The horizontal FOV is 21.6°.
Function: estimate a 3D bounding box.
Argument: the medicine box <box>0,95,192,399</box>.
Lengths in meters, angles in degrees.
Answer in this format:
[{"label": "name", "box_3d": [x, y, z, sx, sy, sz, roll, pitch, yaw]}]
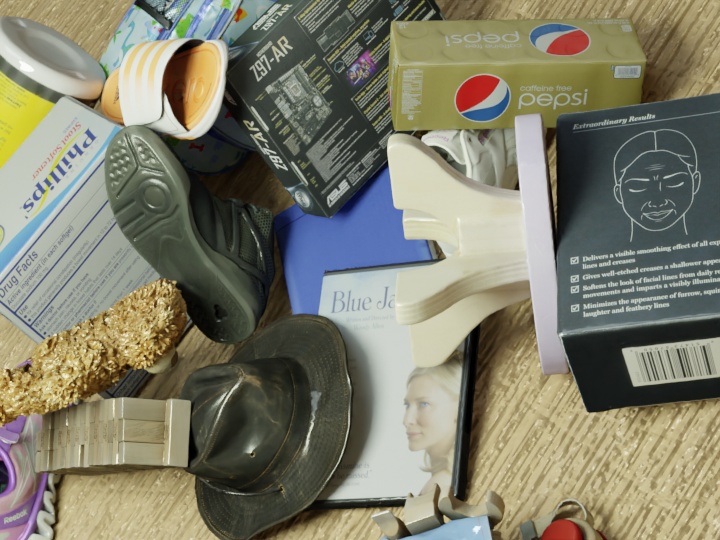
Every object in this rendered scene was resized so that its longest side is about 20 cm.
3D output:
[{"label": "medicine box", "box_3d": [-0.230, -0.014, 1.630, 0.182, 0.200, 0.103, -51, 44, -9]}]

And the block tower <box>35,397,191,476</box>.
[{"label": "block tower", "box_3d": [-0.205, 0.136, 1.536, 0.200, 0.058, 0.054, -14, 72, 57]}]

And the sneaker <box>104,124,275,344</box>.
[{"label": "sneaker", "box_3d": [-0.138, -0.045, 1.577, 0.076, 0.200, 0.114, -27, 18, 27]}]

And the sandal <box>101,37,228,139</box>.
[{"label": "sandal", "box_3d": [-0.180, -0.149, 1.559, 0.206, 0.059, 0.080, -2, 79, 54]}]

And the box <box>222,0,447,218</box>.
[{"label": "box", "box_3d": [-0.014, -0.169, 1.594, 0.200, 0.160, 0.043, -47, 28, -19]}]

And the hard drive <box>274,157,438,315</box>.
[{"label": "hard drive", "box_3d": [0.000, 0.000, 1.577, 0.132, 0.025, 0.201, -29, 45, 15]}]

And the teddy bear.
[{"label": "teddy bear", "box_3d": [-0.224, 0.080, 1.519, 0.199, 0.145, 0.067, -27, 85, -12]}]

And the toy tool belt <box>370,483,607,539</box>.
[{"label": "toy tool belt", "box_3d": [0.062, 0.208, 1.299, 0.199, 0.123, 0.125, -28, 45, 16]}]

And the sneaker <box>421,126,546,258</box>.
[{"label": "sneaker", "box_3d": [0.096, -0.104, 1.534, 0.075, 0.100, 0.201, -10, 51, 33]}]

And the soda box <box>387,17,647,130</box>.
[{"label": "soda box", "box_3d": [0.122, -0.157, 1.505, 0.199, 0.064, 0.068, -1, 39, -5]}]

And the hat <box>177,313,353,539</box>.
[{"label": "hat", "box_3d": [-0.096, 0.113, 1.484, 0.200, 0.081, 0.202, -31, 47, 40]}]

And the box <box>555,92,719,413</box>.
[{"label": "box", "box_3d": [0.221, -0.015, 1.346, 0.148, 0.107, 0.201, -7, 53, 16]}]

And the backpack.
[{"label": "backpack", "box_3d": [-0.130, -0.188, 1.707, 0.200, 0.183, 0.147, -54, 45, 3]}]

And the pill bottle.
[{"label": "pill bottle", "box_3d": [-0.320, -0.114, 1.679, 0.200, 0.114, 0.114, -57, 39, 20]}]

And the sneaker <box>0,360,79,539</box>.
[{"label": "sneaker", "box_3d": [-0.303, 0.155, 1.636, 0.080, 0.088, 0.201, -17, 48, 27]}]

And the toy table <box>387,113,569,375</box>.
[{"label": "toy table", "box_3d": [0.087, -0.013, 1.380, 0.116, 0.201, 0.184, -5, 16, 7]}]

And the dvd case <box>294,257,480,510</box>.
[{"label": "dvd case", "box_3d": [0.024, 0.087, 1.470, 0.142, 0.018, 0.201, -7, 63, 28]}]
